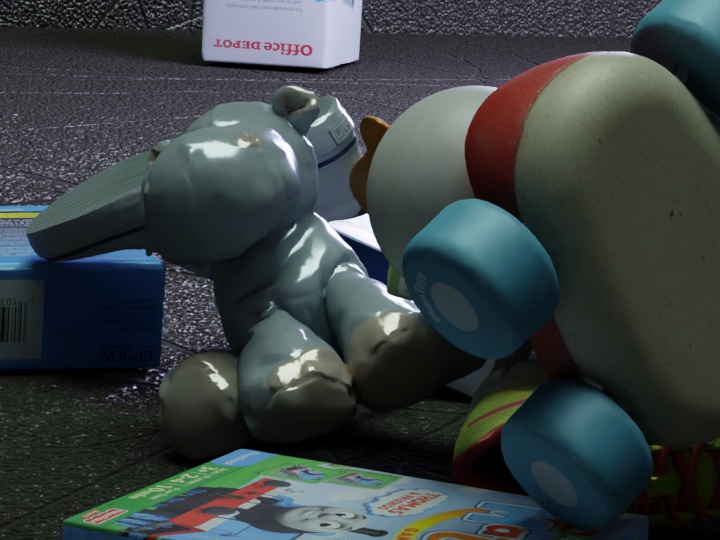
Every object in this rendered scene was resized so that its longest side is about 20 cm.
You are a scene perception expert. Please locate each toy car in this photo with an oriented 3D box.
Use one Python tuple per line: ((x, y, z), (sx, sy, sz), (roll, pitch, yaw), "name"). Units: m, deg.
((0.074, -0.015, 1.236), (0.184, 0.177, 0.200), (-44, 29, -25), "toy car")

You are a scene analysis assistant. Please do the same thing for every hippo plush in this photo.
((-0.028, -0.011, 1.437), (0.158, 0.162, 0.200), (-14, 6, 20), "hippo plush")

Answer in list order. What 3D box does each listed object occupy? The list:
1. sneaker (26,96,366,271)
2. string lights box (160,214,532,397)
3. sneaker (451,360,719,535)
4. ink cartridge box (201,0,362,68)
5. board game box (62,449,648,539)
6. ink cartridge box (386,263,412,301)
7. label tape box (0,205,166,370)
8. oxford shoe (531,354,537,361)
((-0.086, -0.029, 1.544), (0.199, 0.071, 0.073), (-16, 21, 24), "sneaker")
((0.000, 0.000, 1.612), (0.199, 0.059, 0.103), (24, 15, 12), "string lights box")
((0.131, 0.091, 1.288), (0.199, 0.079, 0.090), (1, 17, 24), "sneaker")
((-0.081, -0.323, 3.108), (0.144, 0.201, 0.145), (6, 8, 15), "ink cartridge box")
((0.000, 0.118, 1.188), (0.199, 0.037, 0.151), (8, 12, 26), "board game box")
((0.116, 0.003, 1.390), (0.145, 0.048, 0.200), (14, 9, 22), "ink cartridge box")
((-0.206, 0.007, 1.667), (0.142, 0.067, 0.200), (-1, 10, -19), "label tape box")
((0.149, 0.053, 1.542), (0.071, 0.072, 0.199), (-24, -11, 41), "oxford shoe")
